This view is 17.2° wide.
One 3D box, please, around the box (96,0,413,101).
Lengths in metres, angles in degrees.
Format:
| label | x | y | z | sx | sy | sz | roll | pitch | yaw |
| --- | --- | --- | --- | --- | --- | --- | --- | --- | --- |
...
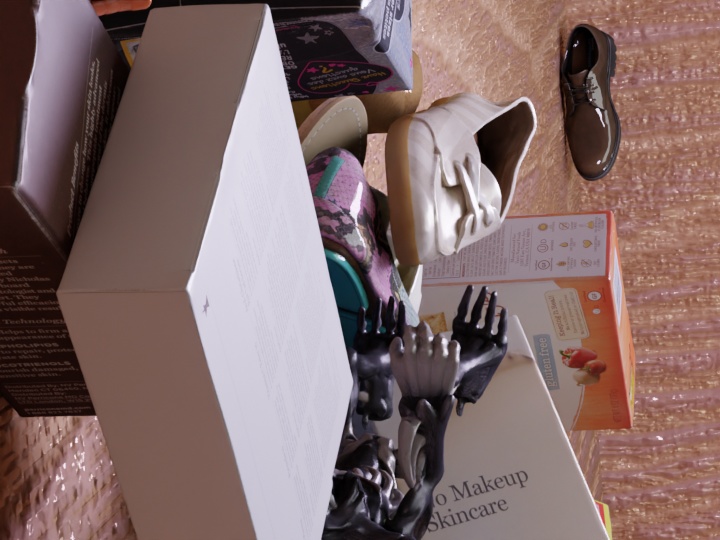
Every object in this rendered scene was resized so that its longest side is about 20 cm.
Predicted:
| label | x | y | z | sx | sy | sz | roll | pitch | yaw |
| --- | --- | --- | --- | --- | --- | --- | --- | --- | --- |
| box | -0.045 | -0.189 | 1.121 | 0.115 | 0.131 | 0.202 | 48 | 40 | -70 |

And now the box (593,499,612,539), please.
| label | x | y | z | sx | sy | sz | roll | pitch | yaw |
| --- | --- | --- | --- | --- | --- | --- | --- | --- | --- |
| box | 0.042 | 0.133 | 1.309 | 0.050 | 0.199 | 0.076 | -59 | -165 | 30 |

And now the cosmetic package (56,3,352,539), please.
| label | x | y | z | sx | sy | sz | roll | pitch | yaw |
| --- | --- | --- | --- | --- | --- | --- | --- | --- | --- |
| cosmetic package | -0.051 | 0.027 | 0.878 | 0.152 | 0.051 | 0.201 | -81 | 164 | -46 |

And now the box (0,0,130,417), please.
| label | x | y | z | sx | sy | sz | roll | pitch | yaw |
| --- | --- | --- | --- | --- | --- | --- | --- | --- | --- |
| box | -0.119 | -0.027 | 0.858 | 0.200 | 0.074 | 0.101 | 68 | 22 | -63 |

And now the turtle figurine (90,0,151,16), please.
| label | x | y | z | sx | sy | sz | roll | pitch | yaw |
| --- | --- | --- | --- | --- | --- | --- | --- | --- | --- |
| turtle figurine | -0.098 | -0.213 | 0.988 | 0.200 | 0.064 | 0.162 | -46 | 135 | -26 |

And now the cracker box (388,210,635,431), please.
| label | x | y | z | sx | sy | sz | roll | pitch | yaw |
| --- | --- | --- | --- | --- | --- | --- | --- | --- | --- |
| cracker box | 0.056 | 0.035 | 1.393 | 0.135 | 0.198 | 0.058 | 74 | 18 | -46 |

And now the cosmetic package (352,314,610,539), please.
| label | x | y | z | sx | sy | sz | roll | pitch | yaw |
| --- | --- | --- | --- | --- | --- | --- | --- | --- | --- |
| cosmetic package | 0.064 | 0.135 | 1.216 | 0.073 | 0.103 | 0.201 | 112 | -40 | -61 |

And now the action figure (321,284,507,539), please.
| label | x | y | z | sx | sy | sz | roll | pitch | yaw |
| --- | --- | --- | --- | --- | --- | --- | --- | --- | --- |
| action figure | -0.004 | 0.068 | 1.072 | 0.200 | 0.118 | 0.103 | -51 | 139 | -58 |

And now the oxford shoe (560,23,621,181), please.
| label | x | y | z | sx | sy | sz | roll | pitch | yaw |
| --- | --- | --- | --- | --- | --- | --- | --- | --- | --- |
| oxford shoe | 0.278 | -0.212 | 2.967 | 0.084 | 0.072 | 0.202 | 25 | 58 | -60 |

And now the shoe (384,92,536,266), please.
| label | x | y | z | sx | sy | sz | roll | pitch | yaw |
| --- | --- | --- | --- | --- | --- | --- | --- | --- | --- |
| shoe | 0.053 | -0.056 | 1.245 | 0.200 | 0.053 | 0.071 | -57 | 137 | -67 |

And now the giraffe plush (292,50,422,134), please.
| label | x | y | z | sx | sy | sz | roll | pitch | yaw |
| --- | --- | --- | --- | --- | --- | --- | --- | --- | --- |
| giraffe plush | -0.017 | -0.139 | 1.288 | 0.200 | 0.171 | 0.164 | -164 | -101 | -65 |

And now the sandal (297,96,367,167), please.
| label | x | y | z | sx | sy | sz | roll | pitch | yaw |
| --- | --- | --- | --- | --- | --- | --- | --- | --- | --- |
| sandal | -0.050 | -0.029 | 1.258 | 0.077 | 0.070 | 0.213 | -37 | 152 | -30 |

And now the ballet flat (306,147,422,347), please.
| label | x | y | z | sx | sy | sz | roll | pitch | yaw |
| --- | --- | --- | --- | --- | --- | --- | --- | --- | --- |
| ballet flat | 0.000 | 0.000 | 1.234 | 0.072 | 0.069 | 0.200 | -64 | 161 | -21 |
